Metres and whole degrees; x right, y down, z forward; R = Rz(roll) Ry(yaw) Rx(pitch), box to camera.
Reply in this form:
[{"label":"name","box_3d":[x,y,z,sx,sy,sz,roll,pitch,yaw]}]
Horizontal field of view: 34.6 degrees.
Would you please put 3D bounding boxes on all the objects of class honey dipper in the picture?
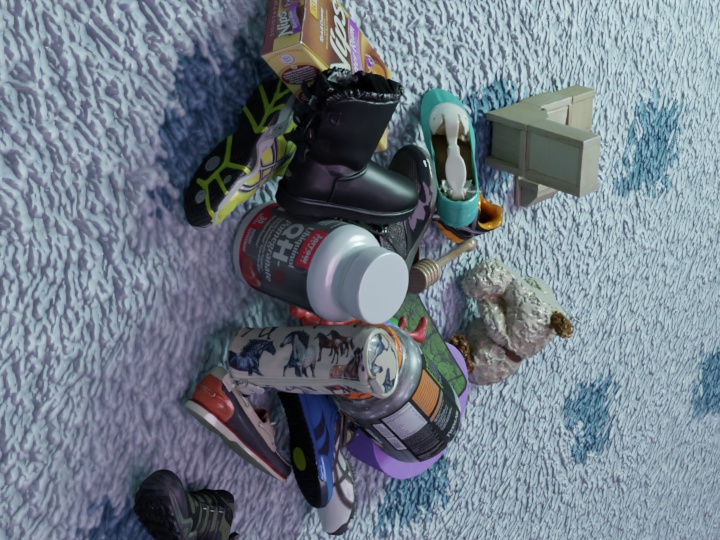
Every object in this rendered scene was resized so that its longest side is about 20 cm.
[{"label":"honey dipper","box_3d":[0.114,-0.013,1.586,0.200,0.038,0.038,-30,129,-59]}]

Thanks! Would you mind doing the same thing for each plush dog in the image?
[{"label":"plush dog","box_3d":[0.216,0.100,1.711,0.199,0.161,0.172,20,114,-50]}]

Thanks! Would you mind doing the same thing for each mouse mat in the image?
[{"label":"mouse mat","box_3d":[0.054,0.130,1.533,0.161,0.008,0.201,-43,115,-26]}]

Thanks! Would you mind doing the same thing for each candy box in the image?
[{"label":"candy box","box_3d":[-0.034,-0.231,1.308,0.200,0.056,0.117,44,42,-47]}]

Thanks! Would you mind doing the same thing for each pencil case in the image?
[{"label":"pencil case","box_3d":[-0.054,0.105,1.299,0.078,0.199,0.090,64,35,-39]}]

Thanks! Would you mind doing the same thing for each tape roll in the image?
[{"label":"tape roll","box_3d":[0.064,0.186,1.622,0.199,0.065,0.202,-21,120,-41]}]

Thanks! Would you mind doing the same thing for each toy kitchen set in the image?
[{"label":"toy kitchen set","box_3d":[0.305,-0.151,1.658,0.199,0.180,0.164,-22,122,-36]}]

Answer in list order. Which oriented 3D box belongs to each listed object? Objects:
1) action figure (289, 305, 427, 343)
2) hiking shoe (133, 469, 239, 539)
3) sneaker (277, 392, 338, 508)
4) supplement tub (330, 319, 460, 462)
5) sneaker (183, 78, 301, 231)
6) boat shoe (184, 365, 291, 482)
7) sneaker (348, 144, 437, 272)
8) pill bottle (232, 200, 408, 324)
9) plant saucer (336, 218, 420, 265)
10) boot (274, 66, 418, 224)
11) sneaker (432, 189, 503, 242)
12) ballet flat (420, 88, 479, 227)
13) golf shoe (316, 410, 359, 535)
[{"label":"action figure","box_3d":[-0.008,0.059,1.433,0.199,0.065,0.052,8,89,-41]},{"label":"hiking shoe","box_3d":[-0.201,0.286,1.373,0.101,0.075,0.201,-50,146,-33]},{"label":"sneaker","box_3d":[-0.051,0.190,1.435,0.078,0.066,0.202,-6,79,-35]},{"label":"supplement tub","box_3d":[0.037,0.145,1.406,0.123,0.122,0.200,-57,143,-14]},{"label":"sneaker","box_3d":[-0.117,-0.118,1.284,0.201,0.075,0.076,-54,136,-16]},{"label":"boat shoe","box_3d":[-0.136,0.191,1.401,0.063,0.071,0.200,-56,134,-19]},{"label":"sneaker","box_3d":[0.027,-0.060,1.416,0.114,0.076,0.201,8,105,-55]},{"label":"pill bottle","box_3d":[-0.044,-0.006,1.315,0.110,0.199,0.112,-20,119,-42]},{"label":"plant saucer","box_3d":[0.000,0.000,1.496,0.200,0.034,0.202,-23,122,-42]},{"label":"boot","box_3d":[0.005,-0.138,1.281,0.197,0.074,0.163,1,127,-32]},{"label":"sneaker","box_3d":[0.121,-0.095,1.542,0.200,0.077,0.079,23,64,-54]},{"label":"ballet flat","box_3d":[0.118,-0.155,1.464,0.070,0.067,0.202,100,-16,-68]},{"label":"golf shoe","box_3d":[-0.055,0.257,1.519,0.094,0.078,0.202,-9,104,-37]}]
